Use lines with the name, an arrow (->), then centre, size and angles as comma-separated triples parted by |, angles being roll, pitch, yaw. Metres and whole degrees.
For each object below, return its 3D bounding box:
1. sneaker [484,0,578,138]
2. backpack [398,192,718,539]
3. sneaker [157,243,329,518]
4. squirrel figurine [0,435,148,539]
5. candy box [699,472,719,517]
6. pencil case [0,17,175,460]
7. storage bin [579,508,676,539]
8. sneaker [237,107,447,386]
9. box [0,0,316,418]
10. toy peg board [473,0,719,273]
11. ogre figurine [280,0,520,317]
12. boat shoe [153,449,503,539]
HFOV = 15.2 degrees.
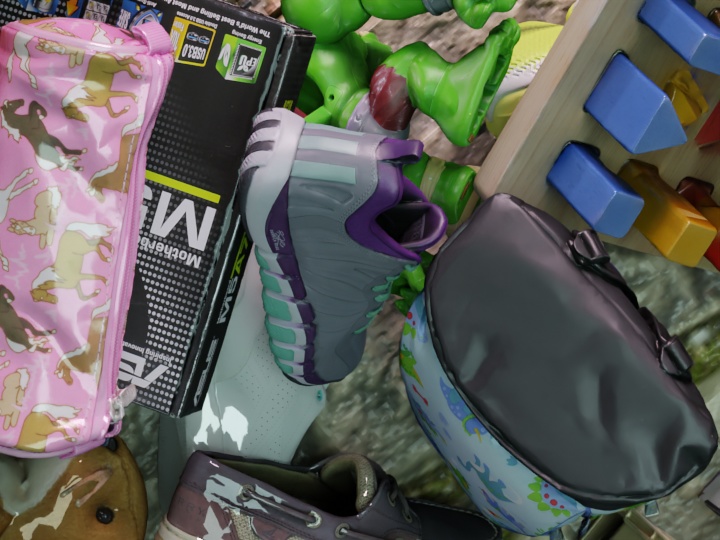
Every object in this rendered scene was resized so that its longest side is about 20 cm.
sneaker -> 0.154, -0.099, 1.382 | 0.199, 0.076, 0.106 | -19, 123, -8
backpack -> 0.090, 0.056, 1.326 | 0.154, 0.200, 0.163 | -42, 86, 10
sneaker -> -0.053, 0.037, 1.363 | 0.088, 0.075, 0.201 | -2, 109, -21
squirrel figurine -> -0.204, 0.139, 1.328 | 0.185, 0.142, 0.201 | 9, 113, -24
candy box -> 0.313, 0.135, 1.451 | 0.200, 0.072, 0.168 | 44, 90, -16
pencil case -> -0.136, -0.017, 1.226 | 0.086, 0.083, 0.202 | 6, 96, -16
storage bin -> 0.138, 0.250, 1.376 | 0.094, 0.199, 0.200 | 39, 92, -33
sneaker -> 0.000, 0.000, 1.271 | 0.087, 0.200, 0.075 | 6, 62, 12
box -> -0.142, -0.053, 1.289 | 0.199, 0.047, 0.194 | 20, 96, 12
toy peg board -> 0.194, -0.077, 1.306 | 0.198, 0.098, 0.201 | 14, 115, -40
ogre figurine -> 0.006, -0.082, 1.315 | 0.119, 0.201, 0.098 | 23, 55, 14
boat shoe -> -0.007, 0.124, 1.347 | 0.199, 0.072, 0.065 | 7, 109, -30
